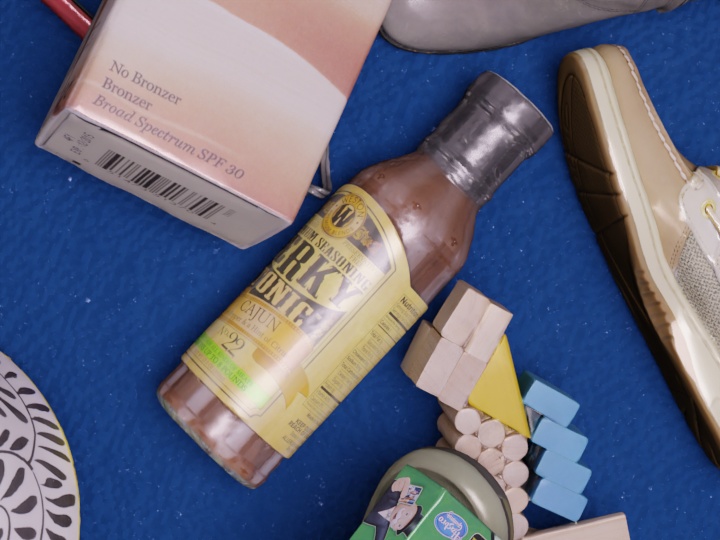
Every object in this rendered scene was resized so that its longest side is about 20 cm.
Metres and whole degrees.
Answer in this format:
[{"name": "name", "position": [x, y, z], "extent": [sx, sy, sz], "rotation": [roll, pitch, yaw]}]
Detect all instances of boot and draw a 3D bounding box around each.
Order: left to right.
[{"name": "boot", "position": [0.096, -0.133, 0.784], "extent": [0.199, 0.131, 0.068], "rotation": [-10, 94, 7]}, {"name": "boot", "position": [0.183, -0.028, 0.831], "extent": [0.154, 0.072, 0.200], "rotation": [-26, 98, -3]}]

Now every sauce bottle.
[{"name": "sauce bottle", "position": [0.000, 0.000, 0.822], "extent": [0.065, 0.065, 0.200], "rotation": [42, 86, -4]}]

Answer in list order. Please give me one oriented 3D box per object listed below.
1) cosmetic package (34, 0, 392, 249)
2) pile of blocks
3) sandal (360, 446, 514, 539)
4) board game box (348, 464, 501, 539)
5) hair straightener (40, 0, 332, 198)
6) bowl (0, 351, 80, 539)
[{"name": "cosmetic package", "position": [-0.040, -0.122, 0.778], "extent": [0.103, 0.087, 0.200], "rotation": [25, 76, -13]}, {"name": "pile of blocks", "position": [0.067, 0.098, 0.831], "extent": [0.082, 0.062, 0.201], "rotation": [-9, 100, -6]}, {"name": "sandal", "position": [0.006, 0.167, 0.791], "extent": [0.080, 0.057, 0.202], "rotation": [19, 109, 22]}, {"name": "board game box", "position": [0.041, 0.184, 0.759], "extent": [0.135, 0.029, 0.200], "rotation": [-52, 126, -9]}, {"name": "hair straightener", "position": [-0.077, -0.110, 0.823], "extent": [0.200, 0.041, 0.077], "rotation": [45, 88, -4]}, {"name": "bowl", "position": [-0.217, 0.093, 0.751], "extent": [0.200, 0.094, 0.201], "rotation": [-3, 68, 7]}]
